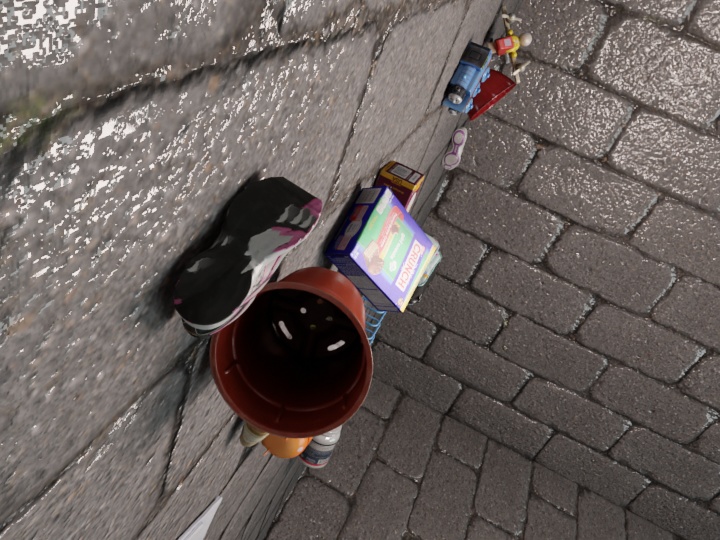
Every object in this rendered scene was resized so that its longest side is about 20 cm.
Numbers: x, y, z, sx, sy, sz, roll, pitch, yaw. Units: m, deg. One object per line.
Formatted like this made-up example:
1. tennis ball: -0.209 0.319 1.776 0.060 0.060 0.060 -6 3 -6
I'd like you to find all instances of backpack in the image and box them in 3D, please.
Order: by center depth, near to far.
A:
1. backpack: 0.097 -0.031 1.515 0.176 0.199 0.154 -51 160 -44

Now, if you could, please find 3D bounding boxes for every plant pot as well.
1. plant pot: -0.076 0.088 0.787 0.195 0.200 0.201 -69 -176 -75

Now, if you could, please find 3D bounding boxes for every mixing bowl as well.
1. mixing bowl: 0.431 -0.628 2.024 0.200 0.109 0.200 -38 180 0

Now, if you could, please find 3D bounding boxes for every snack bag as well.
1. snack bag: -0.344 0.562 1.126 0.189 0.021 0.200 -65 173 7

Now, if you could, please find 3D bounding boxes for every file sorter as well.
1. file sorter: 0.008 0.112 1.662 0.200 0.122 0.139 -67 172 25

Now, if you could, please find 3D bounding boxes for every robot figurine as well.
1. robot figurine: -0.160 0.362 1.362 0.200 0.143 0.117 -43 138 -66

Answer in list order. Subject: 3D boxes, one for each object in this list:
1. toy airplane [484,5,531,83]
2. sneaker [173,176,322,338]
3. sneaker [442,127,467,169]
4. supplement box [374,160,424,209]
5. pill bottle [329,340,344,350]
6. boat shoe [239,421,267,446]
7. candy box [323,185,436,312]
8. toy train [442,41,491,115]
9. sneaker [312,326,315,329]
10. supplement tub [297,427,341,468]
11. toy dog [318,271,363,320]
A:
1. toy airplane: 0.523 -0.778 1.997 0.200 0.141 0.200 42 48 -46
2. sneaker: -0.119 -0.014 0.585 0.200 0.080 0.086 -49 178 -34
3. sneaker: 0.422 -0.533 2.535 0.100 0.075 0.200 -52 166 -53
4. supplement box: 0.061 -0.134 1.320 0.200 0.085 0.110 -67 172 27
5. pill bottle: -0.093 0.203 1.137 0.200 0.113 0.114 -15 132 -62
6. boat shoe: -0.175 0.268 1.140 0.065 0.072 0.200 -54 179 30
7. candy box: 0.045 -0.038 1.153 0.200 0.077 0.169 47 62 -38
8. toy train: 0.306 -0.547 1.663 0.200 0.087 0.114 -61 164 -4
9. sneaker: -0.088 0.145 1.351 0.076 0.075 0.200 -55 170 28
10. supplement tub: -0.164 0.671 2.305 0.200 0.140 0.140 -67 172 24
11. toy dog: -0.045 0.050 1.242 0.200 0.096 0.132 -53 162 20
